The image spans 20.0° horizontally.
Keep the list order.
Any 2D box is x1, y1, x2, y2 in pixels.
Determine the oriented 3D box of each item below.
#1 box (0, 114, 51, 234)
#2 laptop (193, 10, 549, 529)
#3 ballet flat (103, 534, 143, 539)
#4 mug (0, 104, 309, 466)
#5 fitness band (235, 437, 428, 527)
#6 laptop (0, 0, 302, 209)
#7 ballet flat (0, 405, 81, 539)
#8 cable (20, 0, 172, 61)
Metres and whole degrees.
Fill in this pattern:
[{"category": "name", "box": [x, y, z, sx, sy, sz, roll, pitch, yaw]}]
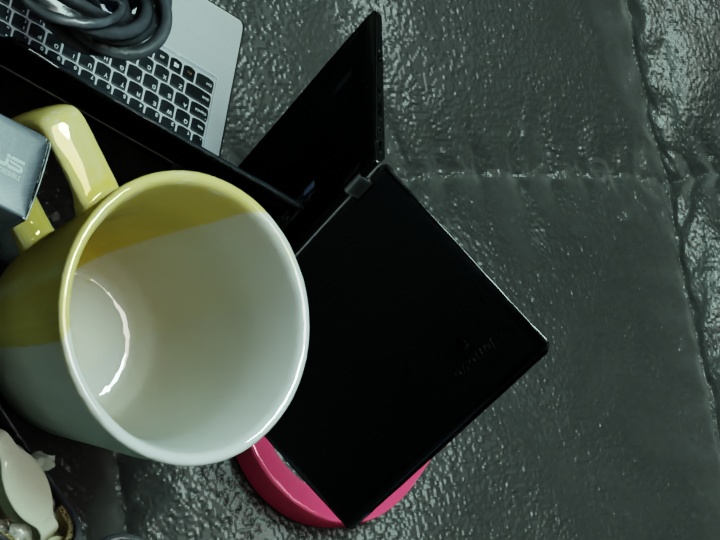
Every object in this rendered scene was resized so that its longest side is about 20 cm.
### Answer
[{"category": "box", "box": [-0.278, -0.068, 1.018, 0.199, 0.157, 0.051, 27, 62, -28]}, {"category": "laptop", "box": [0.000, 0.000, 1.150, 0.115, 0.187, 0.201, 26, 39, -24]}, {"category": "ballet flat", "box": [-0.082, 0.204, 1.068, 0.073, 0.200, 0.074, -27, 136, -30]}, {"category": "mug", "box": [-0.129, 0.013, 1.104, 0.148, 0.153, 0.188, 4, 82, -34]}, {"category": "fitness band", "box": [-0.005, 0.067, 1.273, 0.144, 0.037, 0.200, 50, 54, -19]}, {"category": "laptop", "box": [-0.125, -0.134, 1.152, 0.187, 0.116, 0.201, 30, 50, -29]}, {"category": "ballet flat", "box": [-0.212, 0.081, 1.084, 0.073, 0.073, 0.201, -38, 101, -38]}, {"category": "cable", "box": [-0.154, -0.194, 1.050, 0.164, 0.050, 0.201, 56, 16, -40]}]
